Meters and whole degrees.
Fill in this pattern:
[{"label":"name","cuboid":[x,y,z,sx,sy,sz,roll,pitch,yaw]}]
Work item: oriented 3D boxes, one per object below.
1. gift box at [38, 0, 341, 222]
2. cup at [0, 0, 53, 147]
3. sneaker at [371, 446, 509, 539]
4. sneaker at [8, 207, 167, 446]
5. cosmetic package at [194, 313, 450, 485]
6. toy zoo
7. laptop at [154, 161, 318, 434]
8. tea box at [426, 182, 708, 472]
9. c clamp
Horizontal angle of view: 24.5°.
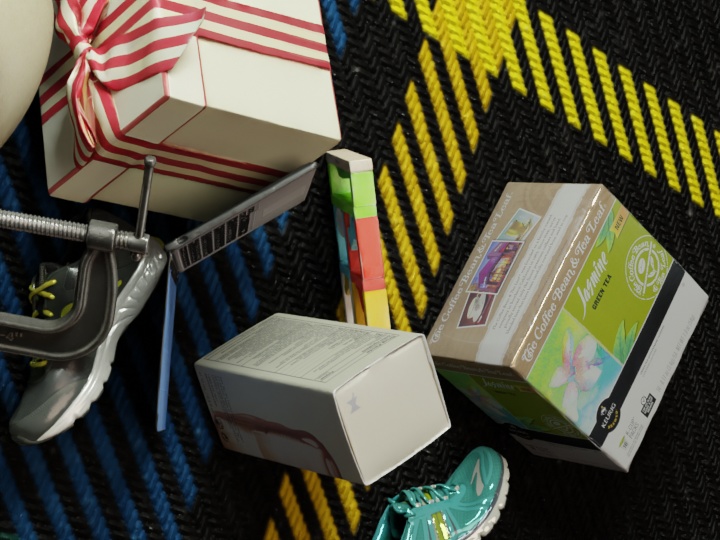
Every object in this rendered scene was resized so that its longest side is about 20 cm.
[{"label":"gift box","cuboid":[-0.135,-0.161,1.238,0.186,0.200,0.185,10,56,-39]},{"label":"cup","cuboid":[-0.294,-0.168,1.154,0.143,0.199,0.201,-45,121,-54]},{"label":"sneaker","cuboid":[0.064,0.230,1.526,0.200,0.077,0.080,-45,110,-27]},{"label":"sneaker","cuboid":[-0.229,0.040,1.285,0.085,0.074,0.201,40,60,-27]},{"label":"cosmetic package","cuboid":[-0.034,0.101,1.354,0.103,0.200,0.088,-29,110,-31]},{"label":"toy zoo","cuboid":[0.000,0.000,1.424,0.020,0.131,0.201,-8,98,-9]},{"label":"laptop","cuboid":[-0.098,0.025,1.287,0.199,0.187,0.116,-30,89,-7]},{"label":"tea box","cuboid":[0.196,0.052,1.577,0.197,0.133,0.201,40,69,-33]},{"label":"c clamp","cuboid":[-0.249,-0.015,1.206,0.199,0.027,0.172,5,117,-2]}]
